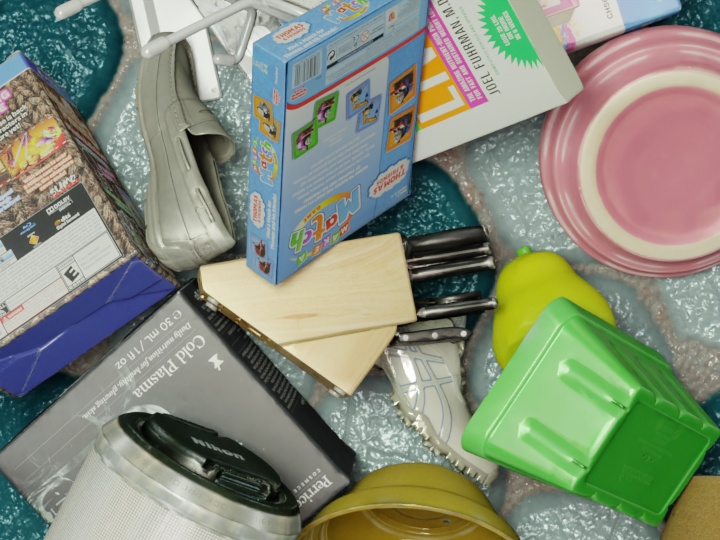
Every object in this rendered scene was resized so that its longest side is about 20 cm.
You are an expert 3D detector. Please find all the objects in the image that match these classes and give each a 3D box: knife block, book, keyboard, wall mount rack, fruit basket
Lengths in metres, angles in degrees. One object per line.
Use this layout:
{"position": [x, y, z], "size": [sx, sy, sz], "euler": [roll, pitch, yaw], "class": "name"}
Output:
{"position": [0.000, 0.000, 1.526], "size": [0.200, 0.064, 0.176], "euler": [35, 81, -2], "class": "knife block"}
{"position": [0.057, -0.157, 1.484], "size": [0.200, 0.048, 0.134], "euler": [-20, 103, 47], "class": "book"}
{"position": [-0.158, -0.229, 1.601], "size": [0.056, 0.011, 0.200], "euler": [-12, 94, -2], "class": "keyboard"}
{"position": [-0.111, -0.180, 1.462], "size": [0.174, 0.200, 0.075], "euler": [16, 97, -44], "class": "wall mount rack"}
{"position": [0.154, 0.084, 1.541], "size": [0.216, 0.216, 0.156], "euler": [33, 94, -1], "class": "fruit basket"}

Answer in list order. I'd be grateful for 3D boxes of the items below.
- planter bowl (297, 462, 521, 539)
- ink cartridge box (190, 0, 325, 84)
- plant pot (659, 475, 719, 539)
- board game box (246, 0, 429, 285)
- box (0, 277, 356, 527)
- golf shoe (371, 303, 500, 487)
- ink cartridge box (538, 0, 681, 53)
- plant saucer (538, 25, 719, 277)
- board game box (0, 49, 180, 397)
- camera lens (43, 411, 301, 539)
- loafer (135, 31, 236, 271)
{"position": [0.044, 0.208, 1.568], "size": [0.200, 0.084, 0.201], "euler": [4, 138, 4], "class": "planter bowl"}
{"position": [-0.078, -0.218, 1.579], "size": [0.099, 0.039, 0.200], "euler": [-37, 94, 4], "class": "ink cartridge box"}
{"position": [0.291, 0.262, 1.548], "size": [0.186, 0.186, 0.200], "euler": [6, 81, 2], "class": "plant pot"}
{"position": [-0.017, -0.104, 1.437], "size": [0.037, 0.151, 0.200], "euler": [32, 138, 28], "class": "board game box"}
{"position": [-0.142, 0.146, 1.572], "size": [0.200, 0.124, 0.197], "euler": [-42, 94, 5], "class": "box"}
{"position": [0.058, 0.077, 1.584], "size": [0.097, 0.078, 0.200], "euler": [-40, 93, -1], "class": "golf shoe"}
{"position": [0.127, -0.232, 1.551], "size": [0.200, 0.085, 0.145], "euler": [-19, 94, 4], "class": "ink cartridge box"}
{"position": [0.239, -0.086, 1.552], "size": [0.200, 0.051, 0.201], "euler": [-1, 108, -3], "class": "plant saucer"}
{"position": [-0.262, -0.034, 1.539], "size": [0.159, 0.097, 0.200], "euler": [-34, 68, 4], "class": "board game box"}
{"position": [-0.147, 0.213, 1.436], "size": [0.160, 0.160, 0.200], "euler": [28, 96, 0], "class": "camera lens"}
{"position": [-0.129, -0.095, 1.541], "size": [0.070, 0.070, 0.200], "euler": [-15, 67, 17], "class": "loafer"}
